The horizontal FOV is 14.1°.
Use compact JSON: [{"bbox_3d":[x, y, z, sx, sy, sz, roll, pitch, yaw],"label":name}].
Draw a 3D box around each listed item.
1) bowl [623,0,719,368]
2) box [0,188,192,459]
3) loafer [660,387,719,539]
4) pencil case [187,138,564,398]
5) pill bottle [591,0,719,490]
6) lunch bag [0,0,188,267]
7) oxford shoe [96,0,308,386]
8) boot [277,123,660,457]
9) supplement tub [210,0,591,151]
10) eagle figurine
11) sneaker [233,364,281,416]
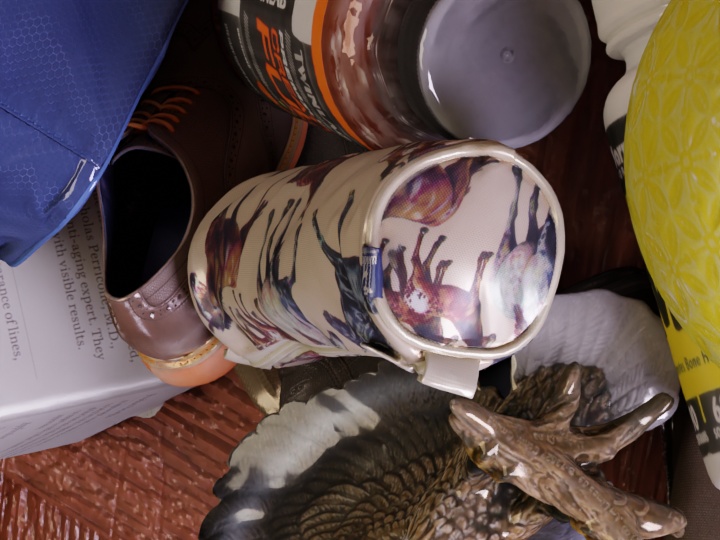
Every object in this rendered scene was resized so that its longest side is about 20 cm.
[{"bbox_3d":[0.187,-0.045,0.947,0.200,0.108,0.200,0,83,3],"label":"bowl"},{"bbox_3d":[-0.178,-0.016,1.370,0.199,0.131,0.200,-27,76,62],"label":"box"},{"bbox_3d":[0.148,0.118,1.120,0.073,0.071,0.200,-12,89,47],"label":"loafer"},{"bbox_3d":[0.000,0.000,1.101,0.200,0.078,0.089,-5,60,67],"label":"pencil case"},{"bbox_3d":[0.154,-0.029,1.059,0.114,0.114,0.200,-24,79,46],"label":"pill bottle"},{"bbox_3d":[-0.149,-0.119,1.219,0.136,0.132,0.200,-32,30,63],"label":"lunch bag"},{"bbox_3d":[-0.070,-0.055,1.235,0.071,0.073,0.200,-11,57,24],"label":"oxford shoe"},{"bbox_3d":[0.024,-0.009,1.225,0.200,0.069,0.174,-24,55,17],"label":"boot"},{"bbox_3d":[0.018,-0.099,1.153,0.200,0.107,0.107,-151,61,-66],"label":"supplement tub"},{"bbox_3d":[0.035,0.103,1.122,0.200,0.151,0.152,134,130,-59],"label":"eagle figurine"},{"bbox_3d":[0.015,0.066,1.274,0.076,0.070,0.200,-44,60,14],"label":"sneaker"}]
